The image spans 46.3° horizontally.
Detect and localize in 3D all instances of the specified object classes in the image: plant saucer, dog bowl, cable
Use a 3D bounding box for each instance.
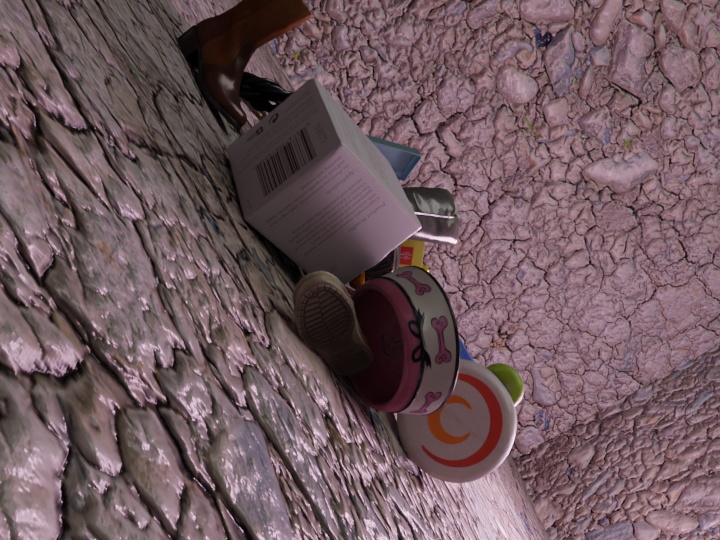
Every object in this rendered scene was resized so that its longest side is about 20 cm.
[{"bbox_3d":[-0.010,-0.181,1.253,0.070,0.197,0.019,128,-32,-53],"label":"plant saucer"},{"bbox_3d":[0.044,0.097,1.120,0.199,0.073,0.203,13,-74,58],"label":"dog bowl"},{"bbox_3d":[-0.183,-0.305,1.431,0.199,0.051,0.163,28,6,32],"label":"cable"}]

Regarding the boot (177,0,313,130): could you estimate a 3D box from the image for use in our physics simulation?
[{"bbox_3d":[-0.157,-0.335,1.283,0.190,0.199,0.068,62,6,23],"label":"boot"}]

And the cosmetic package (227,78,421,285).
[{"bbox_3d":[-0.050,-0.113,1.155,0.200,0.164,0.166,43,18,-42],"label":"cosmetic package"}]

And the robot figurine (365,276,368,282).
[{"bbox_3d":[0.001,0.000,1.398,0.201,0.124,0.150,62,6,22],"label":"robot figurine"}]

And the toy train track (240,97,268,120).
[{"bbox_3d":[-0.163,-0.255,1.554,0.200,0.114,0.033,48,48,-7],"label":"toy train track"}]

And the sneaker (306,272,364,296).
[{"bbox_3d":[-0.031,0.012,1.274,0.078,0.082,0.201,54,8,-43],"label":"sneaker"}]

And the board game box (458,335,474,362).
[{"bbox_3d":[0.107,0.152,1.454,0.201,0.151,0.045,57,7,-25],"label":"board game box"}]

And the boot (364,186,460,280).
[{"bbox_3d":[0.082,-0.057,1.329,0.199,0.072,0.185,12,73,-52],"label":"boot"}]

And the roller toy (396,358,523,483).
[{"bbox_3d":[0.150,0.231,1.314,0.140,0.197,0.185,32,64,-77],"label":"roller toy"}]

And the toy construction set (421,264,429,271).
[{"bbox_3d":[0.047,-0.042,1.586,0.131,0.093,0.200,35,0,-21],"label":"toy construction set"}]

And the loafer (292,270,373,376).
[{"bbox_3d":[-0.040,0.061,1.044,0.201,0.075,0.069,68,-4,-52],"label":"loafer"}]

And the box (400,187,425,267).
[{"bbox_3d":[0.075,-0.039,1.456,0.075,0.049,0.203,-148,-116,-67],"label":"box"}]
